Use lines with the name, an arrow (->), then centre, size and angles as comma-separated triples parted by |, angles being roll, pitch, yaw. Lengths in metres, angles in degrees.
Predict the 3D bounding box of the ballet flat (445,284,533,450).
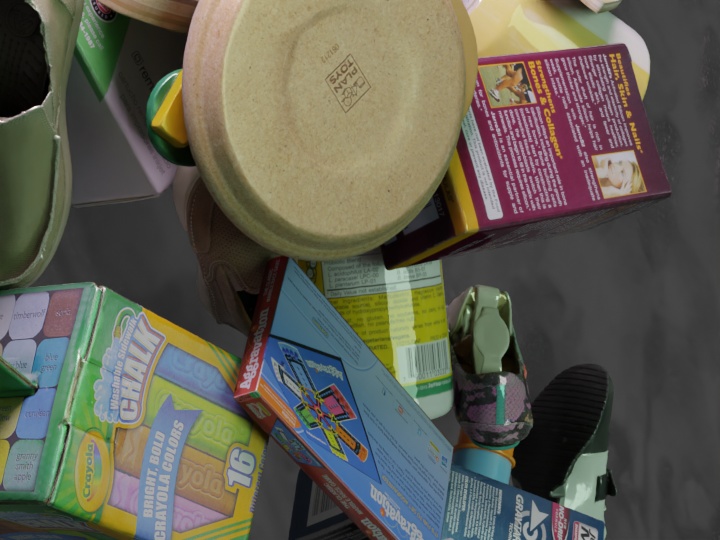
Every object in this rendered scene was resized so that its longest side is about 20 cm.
ballet flat -> 0.087, 0.054, 1.224 | 0.200, 0.068, 0.072 | -101, -164, -68

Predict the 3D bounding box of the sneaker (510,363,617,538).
sneaker -> 0.166, 0.176, 1.389 | 0.088, 0.074, 0.202 | 33, 72, -44

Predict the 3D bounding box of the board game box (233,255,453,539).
board game box -> -0.005, 0.093, 1.039 | 0.200, 0.019, 0.104 | 51, 35, -35

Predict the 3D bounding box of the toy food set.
toy food set -> -0.020, -0.107, 0.960 | 0.198, 0.048, 0.201 | 39, 74, -34

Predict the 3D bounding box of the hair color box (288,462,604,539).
hair color box -> 0.061, 0.181, 1.182 | 0.199, 0.100, 0.061 | 23, 60, -26

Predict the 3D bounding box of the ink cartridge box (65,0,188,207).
ink cartridge box -> -0.125, -0.156, 1.044 | 0.200, 0.084, 0.147 | -50, 124, -40

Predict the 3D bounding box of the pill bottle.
pill bottle -> 0.000, 0.000, 1.163 | 0.112, 0.112, 0.202 | -9, 94, -50

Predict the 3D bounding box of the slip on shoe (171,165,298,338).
slip on shoe -> -0.067, -0.017, 1.042 | 0.076, 0.061, 0.201 | -33, 156, -22

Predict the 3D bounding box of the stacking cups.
stacking cups -> 0.092, 0.160, 1.302 | 0.060, 0.060, 0.202 | 37, 60, -43

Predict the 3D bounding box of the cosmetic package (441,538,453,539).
cosmetic package -> -0.026, 0.236, 1.069 | 0.198, 0.102, 0.072 | -5, 50, -34

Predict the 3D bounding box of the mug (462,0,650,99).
mug -> 0.123, -0.159, 1.289 | 0.153, 0.187, 0.150 | 37, 92, -33

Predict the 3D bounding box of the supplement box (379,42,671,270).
supplement box -> 0.098, -0.076, 1.126 | 0.199, 0.085, 0.111 | -11, 81, -40

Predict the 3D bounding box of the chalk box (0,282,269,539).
chalk box -> -0.160, 0.086, 0.952 | 0.199, 0.124, 0.125 | 31, 64, -44

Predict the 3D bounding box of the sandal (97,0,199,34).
sandal -> -0.072, -0.121, 1.004 | 0.210, 0.078, 0.070 | 10, 111, -42

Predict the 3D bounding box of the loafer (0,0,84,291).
loafer -> -0.194, -0.079, 0.921 | 0.068, 0.075, 0.202 | -56, 155, -69

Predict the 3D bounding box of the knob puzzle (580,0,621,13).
knob puzzle -> 0.117, -0.268, 1.297 | 0.219, 0.220, 0.031 | 19, 115, -49
